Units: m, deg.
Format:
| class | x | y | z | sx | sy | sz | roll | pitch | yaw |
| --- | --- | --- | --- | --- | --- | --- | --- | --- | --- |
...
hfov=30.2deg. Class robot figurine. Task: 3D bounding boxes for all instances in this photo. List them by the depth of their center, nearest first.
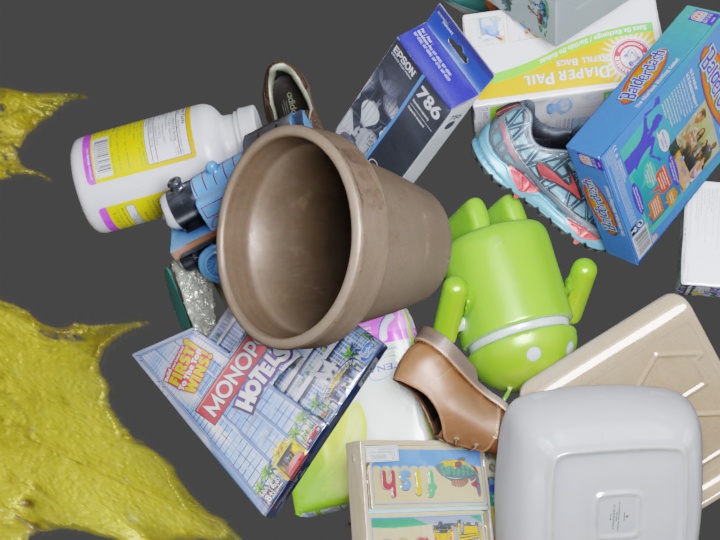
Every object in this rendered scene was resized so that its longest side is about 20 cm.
| class | x | y | z | sx | sy | sz | roll | pitch | yaw |
| --- | --- | --- | --- | --- | --- | --- | --- | --- | --- |
| robot figurine | 0.146 | 0.029 | 1.324 | 0.173 | 0.116 | 0.203 | -6 | 72 | -27 |

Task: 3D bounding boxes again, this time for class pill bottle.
| class | x | y | z | sx | sy | sz | roll | pitch | yaw |
| --- | --- | --- | --- | --- | --- | --- | --- | --- | --- |
| pill bottle | -0.198 | -0.113 | 1.411 | 0.197 | 0.104 | 0.106 | -14 | 75 | 3 |

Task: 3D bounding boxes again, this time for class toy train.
| class | x | y | z | sx | sy | sz | roll | pitch | yaw |
| --- | --- | --- | --- | --- | --- | --- | --- | --- | --- |
| toy train | -0.111 | -0.072 | 1.343 | 0.198 | 0.115 | 0.087 | -25 | 30 | 10 |

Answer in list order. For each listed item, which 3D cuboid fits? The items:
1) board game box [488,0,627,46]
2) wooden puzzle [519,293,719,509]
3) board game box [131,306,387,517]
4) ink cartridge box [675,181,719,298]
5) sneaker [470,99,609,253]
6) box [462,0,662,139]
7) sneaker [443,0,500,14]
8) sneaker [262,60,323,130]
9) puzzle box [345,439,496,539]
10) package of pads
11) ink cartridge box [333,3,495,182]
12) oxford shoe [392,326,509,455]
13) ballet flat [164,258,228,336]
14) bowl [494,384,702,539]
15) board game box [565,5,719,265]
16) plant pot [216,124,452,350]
| class | x | y | z | sx | sy | sz | roll | pitch | yaw |
| --- | --- | --- | --- | --- | --- | --- | --- | --- | --- |
| board game box | 0.185 | -0.328 | 1.351 | 0.147 | 0.065 | 0.200 | -33 | 50 | -19 |
| wooden puzzle | 0.272 | 0.147 | 1.290 | 0.184 | 0.046 | 0.201 | -32 | 103 | 3 |
| board game box | -0.110 | 0.098 | 1.297 | 0.199 | 0.062 | 0.201 | 33 | 85 | 11 |
| ink cartridge box | 0.420 | -0.024 | 1.336 | 0.197 | 0.050 | 0.111 | 6 | 76 | 8 |
| sneaker | 0.210 | -0.095 | 1.325 | 0.198 | 0.080 | 0.096 | 31 | 120 | -15 |
| box | 0.209 | -0.207 | 1.376 | 0.197 | 0.113 | 0.103 | -7 | 74 | 5 |
| sneaker | 0.170 | -0.306 | 1.420 | 0.197 | 0.080 | 0.072 | 15 | 79 | 11 |
| sneaker | -0.065 | -0.126 | 1.411 | 0.070 | 0.076 | 0.202 | -21 | 74 | 2 |
| puzzle box | 0.075 | 0.229 | 1.266 | 0.198 | 0.025 | 0.135 | 5 | 74 | -36 |
| package of pads | -0.005 | 0.135 | 1.343 | 0.152 | 0.068 | 0.203 | -11 | 78 | 5 |
| ink cartridge box | 0.048 | -0.165 | 1.357 | 0.039 | 0.201 | 0.100 | -19 | 66 | -43 |
| oxford shoe | 0.109 | 0.148 | 1.275 | 0.200 | 0.071 | 0.071 | 43 | 72 | -7 |
| ballet flat | -0.151 | 0.076 | 1.381 | 0.071 | 0.072 | 0.203 | -16 | 75 | 3 |
| bowl | 0.228 | 0.212 | 1.236 | 0.196 | 0.075 | 0.203 | -2 | 101 | -8 |
| board game box | 0.291 | -0.130 | 1.287 | 0.045 | 0.153 | 0.200 | 26 | 65 | 43 |
| plant pot | -0.010 | -0.029 | 1.242 | 0.199 | 0.173 | 0.204 | -1 | 89 | 47 |
